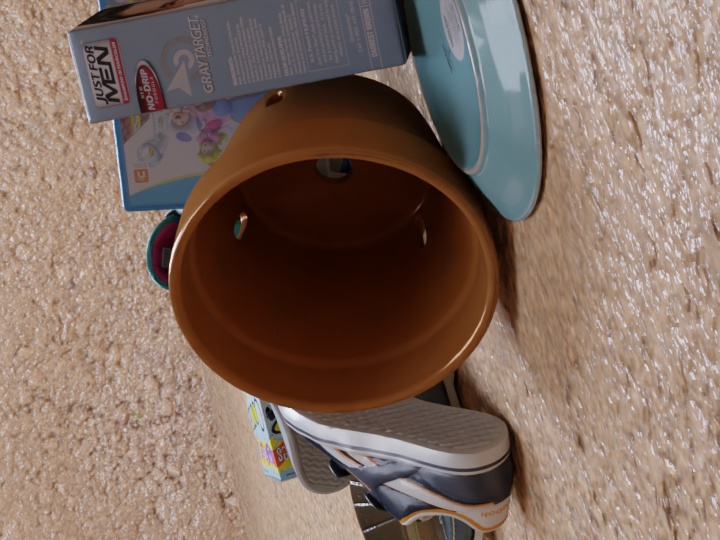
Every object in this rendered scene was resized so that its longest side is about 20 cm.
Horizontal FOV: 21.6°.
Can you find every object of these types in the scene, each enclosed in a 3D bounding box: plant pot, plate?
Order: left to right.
[{"bbox_3d":[-0.016,-0.031,1.186,0.140,0.199,0.201,-90,-6,-52],"label":"plant pot"},{"bbox_3d":[0.057,-0.123,1.076,0.200,0.025,0.201,165,90,-81],"label":"plate"}]

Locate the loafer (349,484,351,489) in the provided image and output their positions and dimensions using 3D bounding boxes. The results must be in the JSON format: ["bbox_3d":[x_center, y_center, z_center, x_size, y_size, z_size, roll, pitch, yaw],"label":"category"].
[{"bbox_3d":[0.020,0.132,1.553,0.070,0.075,0.200,-65,22,16],"label":"loafer"}]

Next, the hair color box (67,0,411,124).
[{"bbox_3d":[-0.070,-0.146,1.170,0.099,0.199,0.061,-71,-31,-73],"label":"hair color box"}]

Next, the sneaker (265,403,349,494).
[{"bbox_3d":[-0.053,0.064,1.489,0.118,0.073,0.201,-114,13,-64],"label":"sneaker"}]

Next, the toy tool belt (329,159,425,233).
[{"bbox_3d":[-0.045,-0.051,1.350,0.125,0.123,0.200,-61,29,20],"label":"toy tool belt"}]

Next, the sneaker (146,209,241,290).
[{"bbox_3d":[-0.134,-0.008,1.625,0.200,0.120,0.084,-23,71,56],"label":"sneaker"}]

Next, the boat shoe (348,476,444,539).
[{"bbox_3d":[0.049,0.204,1.442,0.072,0.065,0.201,-11,100,60],"label":"boat shoe"}]

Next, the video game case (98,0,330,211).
[{"bbox_3d":[-0.098,-0.141,1.251,0.018,0.142,0.201,-72,-23,-73],"label":"video game case"}]

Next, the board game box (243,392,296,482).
[{"bbox_3d":[-0.060,0.085,1.775,0.103,0.104,0.201,172,82,-79],"label":"board game box"}]

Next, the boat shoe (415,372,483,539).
[{"bbox_3d":[0.043,0.114,1.381,0.073,0.062,0.201,-153,49,-76],"label":"boat shoe"}]

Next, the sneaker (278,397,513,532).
[{"bbox_3d":[0.021,0.127,1.306,0.200,0.078,0.080,18,128,43],"label":"sneaker"}]
